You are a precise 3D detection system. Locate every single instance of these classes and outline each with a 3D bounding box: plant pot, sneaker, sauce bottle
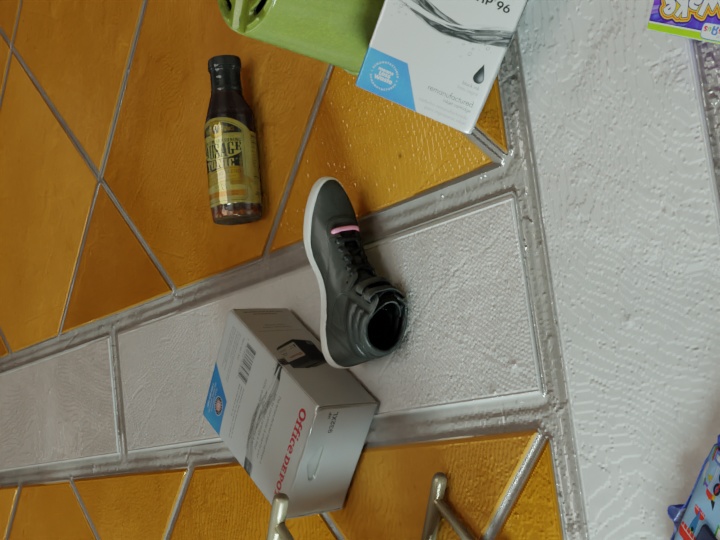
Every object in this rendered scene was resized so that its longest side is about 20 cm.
[{"bbox_3d":[-0.030,-0.277,1.067,0.199,0.189,0.202,2,92,52],"label":"plant pot"},{"bbox_3d":[0.000,0.000,1.135,0.099,0.070,0.202,-5,92,51],"label":"sneaker"},{"bbox_3d":[-0.158,-0.157,1.343,0.066,0.066,0.201,-17,78,52],"label":"sauce bottle"}]

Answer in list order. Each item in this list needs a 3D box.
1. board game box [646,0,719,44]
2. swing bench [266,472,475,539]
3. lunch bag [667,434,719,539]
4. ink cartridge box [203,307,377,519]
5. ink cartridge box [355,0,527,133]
[{"bbox_3d":[0.298,-0.211,0.748,0.200,0.045,0.135,28,113,49],"label":"board game box"},{"bbox_3d":[0.001,0.309,1.025,0.130,0.198,0.201,48,127,41],"label":"swing bench"},{"bbox_3d":[0.281,0.217,0.760,0.200,0.093,0.151,-132,51,-57],"label":"lunch bag"},{"bbox_3d":[-0.083,0.153,1.230,0.200,0.083,0.146,42,122,45],"label":"ink cartridge box"},{"bbox_3d":[0.085,-0.237,0.968,0.115,0.068,0.201,23,116,3],"label":"ink cartridge box"}]
